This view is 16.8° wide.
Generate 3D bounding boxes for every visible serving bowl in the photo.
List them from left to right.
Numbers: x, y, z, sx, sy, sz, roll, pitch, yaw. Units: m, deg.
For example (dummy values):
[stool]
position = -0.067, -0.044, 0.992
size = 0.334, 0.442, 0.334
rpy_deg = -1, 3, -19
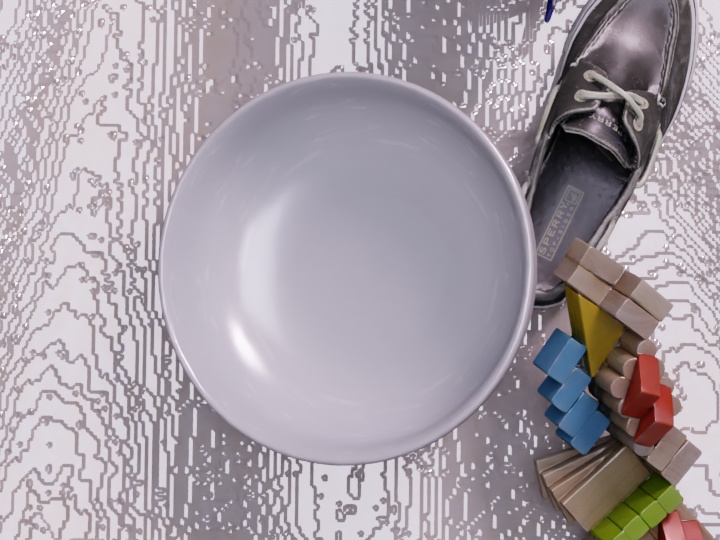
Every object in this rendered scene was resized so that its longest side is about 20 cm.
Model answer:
[serving bowl]
position = 0.000, 0.000, 1.258
size = 0.200, 0.066, 0.200
rpy_deg = -1, 87, 19

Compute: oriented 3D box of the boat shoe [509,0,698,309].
[boat shoe]
position = 0.129, -0.073, 1.280
size = 0.071, 0.064, 0.200
rpy_deg = 21, 86, 0

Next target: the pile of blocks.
[pile of blocks]
position = 0.133, 0.086, 1.242
size = 0.082, 0.062, 0.200
rpy_deg = -19, 105, -11

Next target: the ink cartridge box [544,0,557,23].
[ink cartridge box]
position = 0.087, -0.232, 1.253
size = 0.076, 0.136, 0.200
rpy_deg = -18, 87, -1
